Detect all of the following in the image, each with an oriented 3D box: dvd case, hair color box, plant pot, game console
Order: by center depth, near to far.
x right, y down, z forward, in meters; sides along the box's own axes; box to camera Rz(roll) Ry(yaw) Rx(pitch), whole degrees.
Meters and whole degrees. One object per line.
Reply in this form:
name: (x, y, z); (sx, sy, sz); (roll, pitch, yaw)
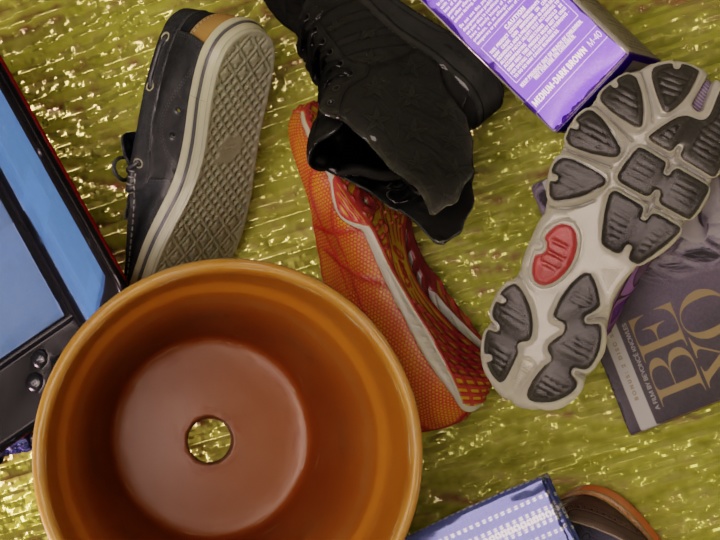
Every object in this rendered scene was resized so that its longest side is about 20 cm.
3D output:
dvd case: (0.196, -0.013, 1.308); (0.199, 0.016, 0.150); (-25, 84, 36)
hair color box: (0.065, -0.162, 1.339); (0.065, 0.109, 0.200); (-45, 80, 13)
plant pot: (-0.076, 0.095, 1.339); (0.199, 0.183, 0.202); (0, 89, -6)
game console: (-0.223, -0.017, 1.416); (0.172, 0.119, 0.201); (-33, 76, 12)

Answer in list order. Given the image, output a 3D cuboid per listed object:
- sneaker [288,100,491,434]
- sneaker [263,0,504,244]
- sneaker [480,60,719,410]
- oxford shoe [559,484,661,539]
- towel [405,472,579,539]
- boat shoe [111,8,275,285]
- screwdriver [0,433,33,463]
sneaker: (0.000, 0.000, 1.389); (0.077, 0.073, 0.201); (-29, 80, 31)
sneaker: (-0.002, -0.098, 1.350); (0.199, 0.060, 0.104); (33, 61, 24)
sneaker: (0.126, -0.022, 1.306); (0.080, 0.083, 0.201); (33, 102, 6)
oxford shoe: (0.172, 0.202, 1.344); (0.200, 0.073, 0.071); (40, 102, 11)
towel: (0.081, 0.226, 1.322); (0.144, 0.024, 0.201); (-26, 85, 11)
boat shoe: (-0.103, -0.057, 1.411); (0.062, 0.074, 0.201); (30, 116, 33)
screwdriver: (-0.181, 0.100, 1.466); (0.199, 0.028, 0.029); (-10, 61, 19)
